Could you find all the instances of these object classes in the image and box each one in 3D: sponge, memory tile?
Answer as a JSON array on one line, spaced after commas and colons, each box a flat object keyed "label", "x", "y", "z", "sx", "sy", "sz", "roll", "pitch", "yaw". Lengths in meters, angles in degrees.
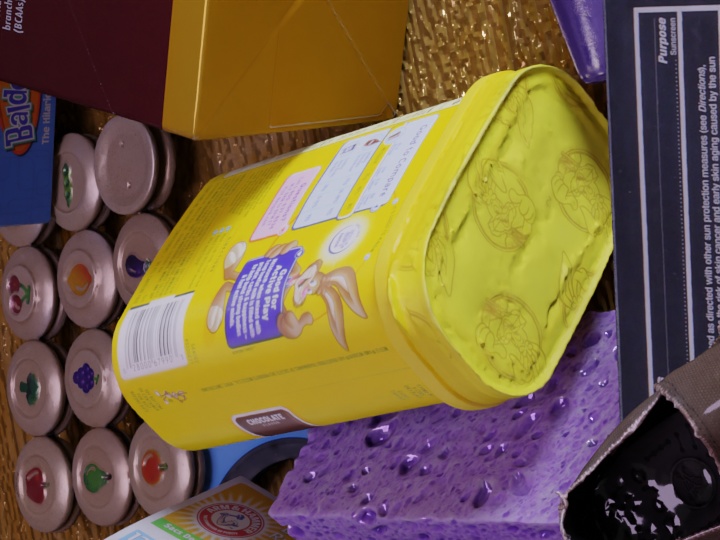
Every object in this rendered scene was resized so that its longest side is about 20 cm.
[{"label": "sponge", "x": 0.062, "y": 0.067, "z": 0.998, "sx": 0.200, "sy": 0.112, "sz": 0.030, "roll": -4, "pitch": 138, "yaw": 41}, {"label": "memory tile", "x": -0.135, "y": 0.029, "z": 1.203, "sx": 0.153, "sy": 0.017, "sz": 0.201, "roll": -11, "pitch": 83, "yaw": 47}]

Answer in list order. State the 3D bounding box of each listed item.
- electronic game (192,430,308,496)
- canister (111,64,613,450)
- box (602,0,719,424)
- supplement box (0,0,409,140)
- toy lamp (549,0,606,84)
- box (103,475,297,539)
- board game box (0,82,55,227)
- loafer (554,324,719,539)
[{"label": "electronic game", "x": -0.019, "y": 0.148, "z": 1.123, "sx": 0.200, "sy": 0.042, "sz": 0.201, "roll": 7, "pitch": 102, "yaw": 40}, {"label": "canister", "x": 0.000, "y": 0.000, "z": 1.019, "sx": 0.200, "sy": 0.149, "sz": 0.087, "roll": -14, "pitch": 126, "yaw": 44}, {"label": "box", "x": 0.201, "y": -0.014, "z": 0.852, "sx": 0.198, "sy": 0.123, "sz": 0.201, "roll": 4, "pitch": 100, "yaw": 40}, {"label": "supplement box", "x": -0.090, "y": -0.177, "z": 1.075, "sx": 0.200, "sy": 0.133, "sz": 0.198, "roll": 18, "pitch": 108, "yaw": 38}, {"label": "toy lamp", "x": 0.096, "y": -0.177, "z": 0.967, "sx": 0.058, "sy": 0.058, "sz": 0.201, "roll": -4, "pitch": 93, "yaw": 41}, {"label": "box", "x": -0.061, "y": 0.212, "z": 1.083, "sx": 0.112, "sy": 0.101, "sz": 0.201, "roll": 28, "pitch": 122, "yaw": 31}, {"label": "board game box", "x": -0.232, "y": -0.116, "z": 1.253, "sx": 0.200, "sy": 0.045, "sz": 0.153, "roll": 17, "pitch": 107, "yaw": 46}, {"label": "loafer", "x": 0.139, "y": 0.049, "z": 0.790, "sx": 0.073, "sy": 0.071, "sz": 0.200, "roll": 55, "pitch": 128, "yaw": 19}]
